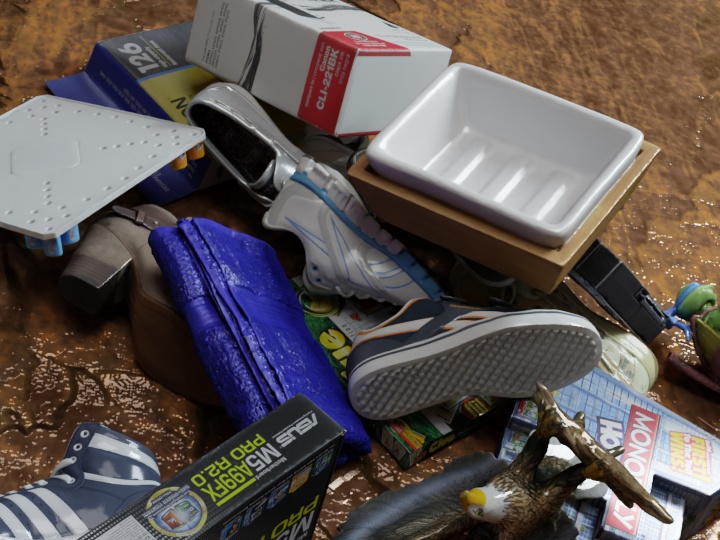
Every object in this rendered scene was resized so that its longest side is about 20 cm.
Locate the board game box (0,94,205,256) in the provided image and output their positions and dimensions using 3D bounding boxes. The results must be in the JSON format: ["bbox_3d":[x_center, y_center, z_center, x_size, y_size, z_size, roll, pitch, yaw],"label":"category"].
[{"bbox_3d":[-0.265,-0.085,1.146,0.199,0.026,0.200,15,37,29],"label":"board game box"}]

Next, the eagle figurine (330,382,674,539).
[{"bbox_3d":[0.090,0.180,0.941,0.151,0.200,0.152,36,12,-24],"label":"eagle figurine"}]

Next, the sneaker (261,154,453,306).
[{"bbox_3d":[0.000,0.000,1.139,0.200,0.087,0.075,43,0,5],"label":"sneaker"}]

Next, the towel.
[{"bbox_3d":[-0.071,0.052,1.032,0.147,0.049,0.201,15,40,-55],"label":"towel"}]

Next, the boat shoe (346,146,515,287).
[{"bbox_3d":[0.065,-0.063,1.165,0.067,0.057,0.200,-39,59,-23],"label":"boat shoe"}]

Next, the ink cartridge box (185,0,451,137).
[{"bbox_3d":[-0.041,-0.199,1.247,0.199,0.084,0.144,29,24,32],"label":"ink cartridge box"}]

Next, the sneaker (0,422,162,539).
[{"bbox_3d":[-0.222,0.162,0.907,0.199,0.070,0.109,2,44,-21],"label":"sneaker"}]

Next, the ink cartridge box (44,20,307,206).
[{"bbox_3d":[-0.165,-0.161,1.299,0.199,0.047,0.198,-21,55,-39],"label":"ink cartridge box"}]

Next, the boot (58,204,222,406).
[{"bbox_3d":[-0.143,0.016,1.101,0.200,0.070,0.146,35,35,8],"label":"boot"}]

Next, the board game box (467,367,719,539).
[{"bbox_3d":[0.203,0.167,1.056,0.199,0.062,0.200,21,41,5],"label":"board game box"}]

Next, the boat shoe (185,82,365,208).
[{"bbox_3d":[-0.074,-0.085,1.187,0.200,0.072,0.069,50,27,-1],"label":"boat shoe"}]

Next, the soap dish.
[{"bbox_3d":[0.115,-0.075,1.086,0.199,0.082,0.157,25,53,27],"label":"soap dish"}]

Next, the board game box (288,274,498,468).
[{"bbox_3d":[0.012,0.071,1.125,0.104,0.024,0.200,-25,56,-35],"label":"board game box"}]

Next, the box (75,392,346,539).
[{"bbox_3d":[-0.103,0.185,0.855,0.044,0.161,0.200,37,44,23],"label":"box"}]

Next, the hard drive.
[{"bbox_3d":[0.176,-0.028,1.187,0.200,0.038,0.140,47,6,36],"label":"hard drive"}]

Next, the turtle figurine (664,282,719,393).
[{"bbox_3d":[0.381,0.059,1.176,0.199,0.144,0.194,-14,54,-26],"label":"turtle figurine"}]

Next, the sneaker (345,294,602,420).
[{"bbox_3d":[0.085,0.056,1.060,0.199,0.079,0.080,-9,35,-1],"label":"sneaker"}]

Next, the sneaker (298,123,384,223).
[{"bbox_3d":[0.028,-0.070,1.256,0.199,0.075,0.081,24,62,3],"label":"sneaker"}]

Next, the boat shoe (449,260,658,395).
[{"bbox_3d":[0.159,0.053,1.156,0.199,0.074,0.063,30,40,13],"label":"boat shoe"}]
